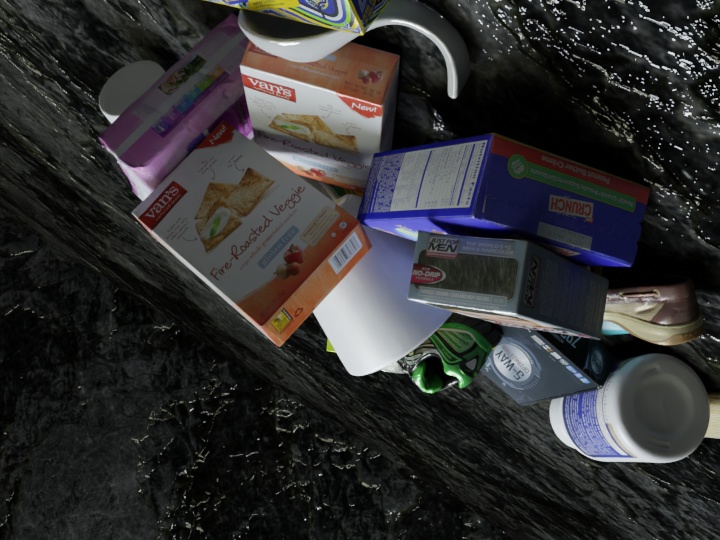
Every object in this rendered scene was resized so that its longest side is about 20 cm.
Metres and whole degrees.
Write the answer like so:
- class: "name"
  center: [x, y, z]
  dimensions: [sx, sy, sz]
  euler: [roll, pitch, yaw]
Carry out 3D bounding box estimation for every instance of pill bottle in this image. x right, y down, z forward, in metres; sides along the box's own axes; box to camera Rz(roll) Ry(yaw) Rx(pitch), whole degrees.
- class: "pill bottle"
  center: [-0.246, -0.170, 1.227]
  dimensions: [0.120, 0.120, 0.200]
  euler: [24, 161, 33]
- class: "pill bottle"
  center: [0.305, 0.165, 1.112]
  dimensions: [0.120, 0.120, 0.200]
  euler: [36, 163, -5]

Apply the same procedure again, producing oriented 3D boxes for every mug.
- class: "mug"
  center: [-0.004, 0.005, 1.006]
  dimensions: [0.153, 0.149, 0.187]
  euler: [52, 164, -12]

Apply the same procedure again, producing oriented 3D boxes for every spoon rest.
- class: "spoon rest"
  center: [-0.005, -0.201, 0.783]
  dimensions: [0.200, 0.099, 0.061]
  euler: [17, 135, 11]

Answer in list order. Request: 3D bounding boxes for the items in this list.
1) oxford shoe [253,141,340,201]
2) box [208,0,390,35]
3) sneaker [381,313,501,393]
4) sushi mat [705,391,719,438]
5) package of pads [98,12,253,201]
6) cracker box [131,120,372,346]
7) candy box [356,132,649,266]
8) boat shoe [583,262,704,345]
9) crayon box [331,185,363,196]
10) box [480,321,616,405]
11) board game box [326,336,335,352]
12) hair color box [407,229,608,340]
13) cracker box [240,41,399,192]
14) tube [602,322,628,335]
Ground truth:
- class: "oxford shoe"
  center: [-0.068, -0.087, 1.133]
  dimensions: [0.200, 0.058, 0.075]
  euler: [55, 151, 4]
- class: "box"
  center: [-0.064, -0.251, 0.760]
  dimensions: [0.200, 0.070, 0.064]
  euler: [22, 157, 36]
- class: "sneaker"
  center: [0.070, 0.098, 1.103]
  dimensions: [0.078, 0.085, 0.200]
  euler: [45, 152, -18]
- class: "sushi mat"
  center: [0.405, 0.173, 1.124]
  dimensions: [0.096, 0.012, 0.200]
  euler: [38, 163, -14]
- class: "package of pads"
  center: [-0.169, -0.158, 0.989]
  dimensions: [0.076, 0.200, 0.121]
  euler: [38, 165, 16]
- class: "cracker box"
  center: [-0.107, -0.040, 0.915]
  dimensions: [0.200, 0.134, 0.058]
  euler: [37, 169, 28]
- class: "candy box"
  center: [0.119, -0.056, 0.836]
  dimensions: [0.169, 0.077, 0.200]
  euler: [15, 175, -27]
- class: "boat shoe"
  center: [0.246, 0.011, 0.918]
  dimensions: [0.200, 0.072, 0.072]
  euler: [28, 135, 60]
- class: "crayon box"
  center: [0.019, -0.049, 1.192]
  dimensions: [0.126, 0.052, 0.200]
  euler: [44, 162, -29]
- class: "box"
  center: [0.168, 0.070, 1.090]
  dimensions: [0.200, 0.044, 0.160]
  euler: [40, 153, -11]
- class: "board game box"
  center: [0.018, 0.055, 1.247]
  dimensions: [0.048, 0.102, 0.200]
  euler: [6, 180, 20]
- class: "hair color box"
  center: [0.134, 0.016, 0.817]
  dimensions: [0.099, 0.061, 0.200]
  euler: [7, 174, 33]
- class: "cracker box"
  center: [-0.037, -0.152, 0.925]
  dimensions: [0.134, 0.058, 0.200]
  euler: [17, 161, 6]
- class: "tube"
  center: [0.232, 0.053, 1.084]
  dimensions: [0.077, 0.050, 0.200]
  euler: [29, 162, -22]
